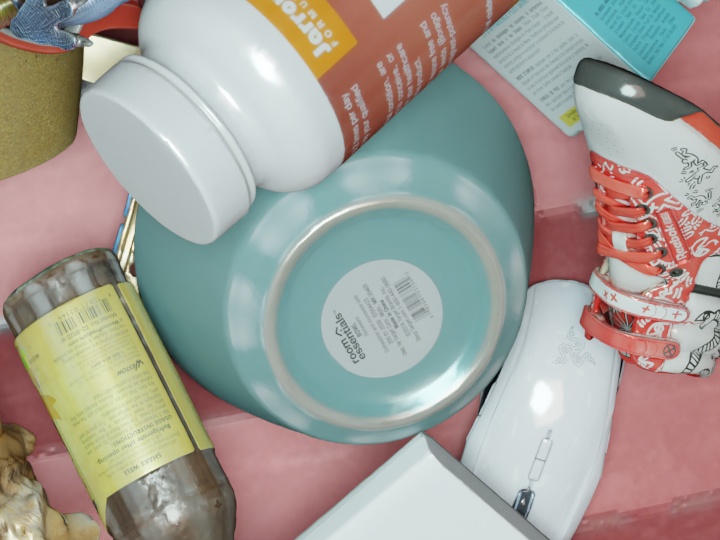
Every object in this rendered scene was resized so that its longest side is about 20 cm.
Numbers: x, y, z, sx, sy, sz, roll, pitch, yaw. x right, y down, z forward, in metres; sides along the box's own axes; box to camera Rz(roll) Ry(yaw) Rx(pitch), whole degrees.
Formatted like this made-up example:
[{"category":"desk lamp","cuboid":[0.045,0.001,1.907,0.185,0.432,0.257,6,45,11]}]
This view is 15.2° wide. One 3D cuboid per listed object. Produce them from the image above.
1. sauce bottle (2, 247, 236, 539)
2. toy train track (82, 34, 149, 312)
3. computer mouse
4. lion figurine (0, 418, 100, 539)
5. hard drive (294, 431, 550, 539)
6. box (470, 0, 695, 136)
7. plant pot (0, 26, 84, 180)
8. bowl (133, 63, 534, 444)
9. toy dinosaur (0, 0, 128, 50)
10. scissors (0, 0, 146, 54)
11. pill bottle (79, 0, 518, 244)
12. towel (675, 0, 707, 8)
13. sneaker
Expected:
[{"category":"sauce bottle","cuboid":[-0.099,0.090,1.253,0.064,0.065,0.201,-26,80,-3]},{"category":"toy train track","cuboid":[-0.096,-0.050,1.311,0.114,0.033,0.201,16,94,-8]},{"category":"computer mouse","cuboid":[0.080,0.103,1.336,0.109,0.044,0.201,15,93,-6]},{"category":"lion figurine","cuboid":[-0.190,0.056,1.265,0.072,0.122,0.201,-25,96,-3]},{"category":"hard drive","cuboid":[0.000,0.181,1.299,0.200,0.026,0.132,-41,120,13]},{"category":"box","cuboid":[0.058,-0.158,1.288,0.200,0.082,0.049,42,61,-8]},{"category":"plant pot","cuboid":[-0.199,-0.143,1.231,0.185,0.186,0.201,-15,108,-4]},{"category":"bowl","cuboid":[0.000,0.000,1.259,0.199,0.105,0.202,-5,112,-13]},{"category":"toy dinosaur","cuboid":[-0.107,-0.167,1.147,0.199,0.182,0.105,-27,102,29]},{"category":"scissors","cuboid":[-0.092,-0.113,1.209,0.199,0.014,0.074,22,91,-37]},{"category":"pill bottle","cuboid":[-0.023,-0.107,1.175,0.200,0.112,0.112,-44,98,-20]},{"category":"towel","cuboid":[0.136,-0.241,1.276,0.200,0.048,0.172,39,61,-8]},{"category":"sneaker","cuboid":[0.137,-0.015,1.269,0.067,0.201,0.108,29,86,36]}]
